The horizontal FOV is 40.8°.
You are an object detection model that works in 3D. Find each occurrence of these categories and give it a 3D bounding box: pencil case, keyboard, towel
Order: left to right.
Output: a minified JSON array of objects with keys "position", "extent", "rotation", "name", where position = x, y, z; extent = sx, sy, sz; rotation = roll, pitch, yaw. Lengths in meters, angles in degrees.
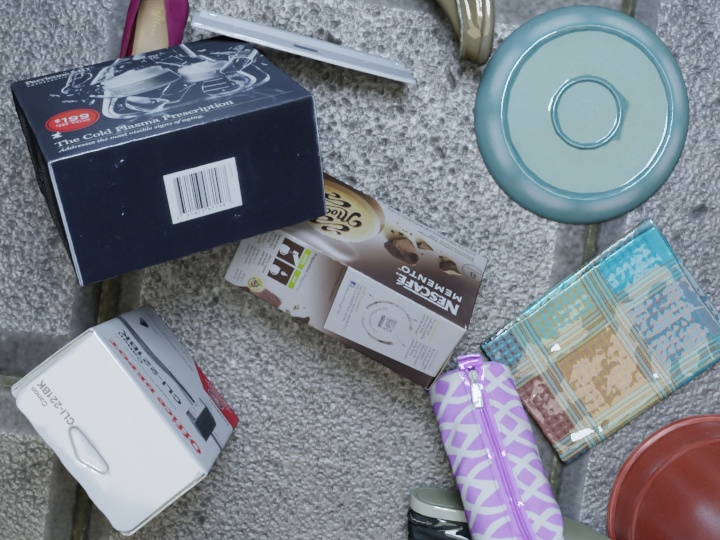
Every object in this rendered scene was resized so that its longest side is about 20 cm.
[{"position":[-0.049,-0.195,0.849],"extent":[0.199,0.056,0.011],"rotation":[12,117,-12],"name":"keyboard"},{"position":[0.120,0.171,0.835],"extent":[0.084,0.086,0.201],"rotation":[-12,61,-11],"name":"pencil case"},{"position":[0.231,0.067,0.899],"extent":[0.200,0.022,0.147],"rotation":[-36,92,3],"name":"towel"}]

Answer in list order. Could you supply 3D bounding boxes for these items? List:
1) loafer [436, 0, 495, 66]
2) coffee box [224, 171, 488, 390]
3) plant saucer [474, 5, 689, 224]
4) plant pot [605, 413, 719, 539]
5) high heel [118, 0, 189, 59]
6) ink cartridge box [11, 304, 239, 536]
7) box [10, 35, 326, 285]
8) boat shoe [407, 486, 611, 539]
[{"position":[0.071,-0.274,0.858],"extent":[0.067,0.076,0.201],"rotation":[-14,83,2],"name":"loafer"},{"position":[0.000,0.000,0.841],"extent":[0.199,0.113,0.080],"rotation":[29,126,-1],"name":"coffee box"},{"position":[0.204,-0.143,0.885],"extent":[0.199,0.027,0.201],"rotation":[0,94,1],"name":"plant saucer"},{"position":[0.331,0.241,0.821],"extent":[0.200,0.195,0.202],"rotation":[0,94,1],"name":"plant pot"},{"position":[-0.197,-0.161,0.851],"extent":[0.067,0.096,0.201],"rotation":[11,93,0],"name":"high heel"},{"position":[-0.187,0.116,0.816],"extent":[0.084,0.200,0.145],"rotation":[-38,93,3],"name":"ink cartridge box"},{"position":[-0.155,-0.098,0.770],"extent":[0.199,0.182,0.105],"rotation":[-18,123,-20],"name":"box"},{"position":[0.136,0.255,0.885],"extent":[0.198,0.075,0.066],"rotation":[13,97,-2],"name":"boat shoe"}]
